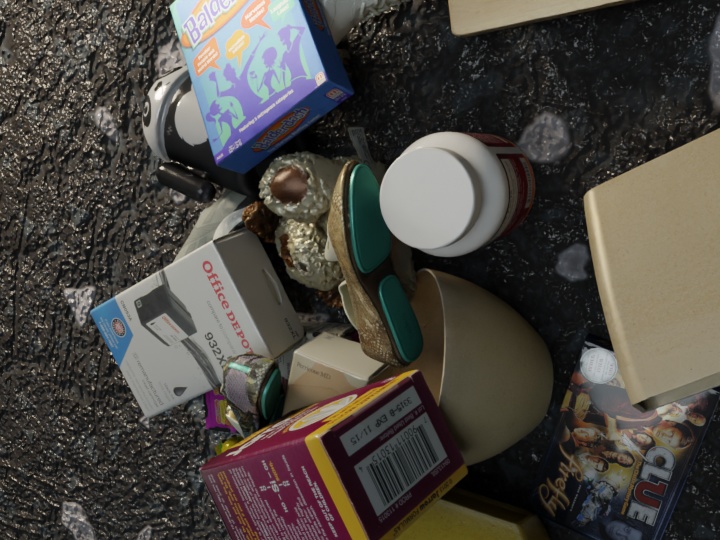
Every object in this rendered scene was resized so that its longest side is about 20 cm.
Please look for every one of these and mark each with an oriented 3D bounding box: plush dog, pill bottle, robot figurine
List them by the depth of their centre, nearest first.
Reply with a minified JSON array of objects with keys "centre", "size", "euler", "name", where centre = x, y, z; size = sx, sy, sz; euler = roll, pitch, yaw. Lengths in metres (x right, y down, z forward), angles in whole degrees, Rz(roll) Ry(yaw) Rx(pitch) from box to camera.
[{"centre":[0.093,-0.074,0.695],"size":[0.112,0.200,0.114],"euler":[4,100,24],"name":"pill bottle"},{"centre":[-0.029,-0.044,0.801],"size":[0.200,0.161,0.171],"euler":[47,134,-11],"name":"plush dog"},{"centre":[-0.153,-0.160,0.835],"size":[0.199,0.150,0.126],"euler":[23,122,19],"name":"robot figurine"}]

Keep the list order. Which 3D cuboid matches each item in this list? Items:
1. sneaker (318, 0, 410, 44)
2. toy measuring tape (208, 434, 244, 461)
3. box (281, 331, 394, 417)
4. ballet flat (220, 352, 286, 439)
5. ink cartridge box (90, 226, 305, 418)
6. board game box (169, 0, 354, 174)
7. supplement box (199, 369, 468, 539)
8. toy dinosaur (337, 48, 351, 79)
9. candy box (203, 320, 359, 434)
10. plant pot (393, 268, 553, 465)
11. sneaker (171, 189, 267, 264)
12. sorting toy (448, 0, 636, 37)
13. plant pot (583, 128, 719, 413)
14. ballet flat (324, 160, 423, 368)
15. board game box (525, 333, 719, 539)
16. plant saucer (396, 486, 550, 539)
[{"centre":[0.025,-0.298,0.744],"size":[0.099,0.078,0.200],"euler":[37,95,4],"name":"sneaker"},{"centre":[-0.147,0.263,0.916],"size":[0.073,0.074,0.201],"euler":[18,140,21],"name":"toy measuring tape"},{"centre":[-0.034,0.180,0.795],"size":[0.094,0.078,0.201],"euler":[17,108,21],"name":"box"},{"centre":[-0.114,0.144,0.787],"size":[0.072,0.072,0.201],"euler":[28,150,18],"name":"ballet flat"},{"centre":[-0.186,0.061,0.836],"size":[0.199,0.084,0.146],"euler":[-26,93,25],"name":"ink cartridge box"},{"centre":[-0.104,-0.222,0.727],"size":[0.152,0.045,0.201],"euler":[-30,68,28],"name":"board game box"},{"centre":[-0.028,0.176,0.646],"size":[0.200,0.131,0.104],"euler":[-28,88,45],"name":"supplement box"},{"centre":[-0.113,-0.270,0.819],"size":[0.199,0.086,0.137],"euler":[9,100,21],"name":"toy dinosaur"},{"centre":[-0.096,0.131,0.892],"size":[0.199,0.061,0.138],"euler":[2,101,25],"name":"candy box"},{"centre":[0.114,0.107,0.741],"size":[0.133,0.200,0.202],"euler":[9,104,-12],"name":"plant pot"},{"centre":[-0.183,-0.030,0.910],"size":[0.200,0.074,0.080],"euler":[-42,58,27],"name":"sneaker"},{"centre":[0.179,-0.337,0.686],"size":[0.199,0.070,0.200],"euler":[-4,97,25],"name":"sorting toy"},{"centre":[0.292,-0.001,0.619],"size":[0.199,0.200,0.178],"euler":[-26,69,16],"name":"plant pot"},{"centre":[0.000,0.000,0.674],"size":[0.065,0.070,0.201],"euler":[-3,109,38],"name":"ballet flat"},{"centre":[0.265,0.183,0.751],"size":[0.135,0.035,0.201],"euler":[20,106,20],"name":"board game box"},{"centre":[0.103,0.259,0.762],"size":[0.199,0.200,0.049],"euler":[12,82,22],"name":"plant saucer"}]
